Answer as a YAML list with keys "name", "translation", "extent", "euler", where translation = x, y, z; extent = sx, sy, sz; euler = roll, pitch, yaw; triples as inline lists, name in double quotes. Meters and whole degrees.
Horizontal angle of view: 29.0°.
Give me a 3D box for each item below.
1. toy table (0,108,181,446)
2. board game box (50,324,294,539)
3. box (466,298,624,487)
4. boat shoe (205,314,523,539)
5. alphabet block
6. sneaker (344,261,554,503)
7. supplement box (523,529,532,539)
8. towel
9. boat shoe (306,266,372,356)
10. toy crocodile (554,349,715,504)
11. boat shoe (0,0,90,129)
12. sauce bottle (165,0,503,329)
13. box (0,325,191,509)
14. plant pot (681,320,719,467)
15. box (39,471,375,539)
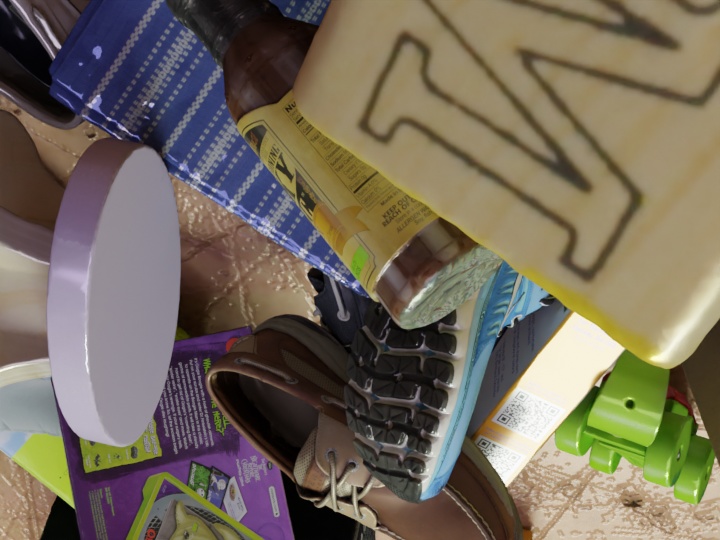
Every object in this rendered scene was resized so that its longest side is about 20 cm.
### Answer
- name: "toy table"
  translation: [-0.162, 0.004, 0.688]
  extent: [0.116, 0.185, 0.201]
  euler: [11, 140, 7]
- name: "board game box"
  translation: [-0.100, 0.141, 0.793]
  extent: [0.119, 0.032, 0.202]
  euler: [-10, 84, -12]
- name: "box"
  translation: [0.105, 0.022, 0.744]
  extent: [0.041, 0.119, 0.200]
  euler: [27, 127, -11]
- name: "boat shoe"
  translation: [-0.005, 0.101, 0.736]
  extent: [0.199, 0.072, 0.076]
  euler: [34, 125, 29]
- name: "alphabet block"
  translation: [0.122, -0.119, 0.561]
  extent: [0.196, 0.195, 0.201]
  euler: [37, 126, 11]
- name: "sneaker"
  translation: [0.060, 0.019, 0.677]
  extent: [0.090, 0.078, 0.201]
  euler: [17, 92, -37]
- name: "supplement box"
  translation: [0.077, 0.265, 0.965]
  extent: [0.066, 0.069, 0.201]
  euler: [7, 129, 3]
- name: "towel"
  translation: [-0.039, -0.097, 0.697]
  extent: [0.199, 0.024, 0.145]
  euler: [34, 96, -8]
- name: "boat shoe"
  translation: [0.000, 0.000, 0.779]
  extent: [0.060, 0.076, 0.201]
  euler: [2, 115, 7]
- name: "toy crocodile"
  translation: [0.159, 0.086, 0.774]
  extent: [0.067, 0.062, 0.200]
  euler: [17, 172, 26]
- name: "boat shoe"
  translation: [-0.205, -0.151, 0.701]
  extent: [0.200, 0.066, 0.074]
  euler: [37, 124, -18]
- name: "sauce bottle"
  translation: [-0.017, -0.065, 0.627]
  extent: [0.200, 0.064, 0.065]
  euler: [51, 128, 21]
- name: "box"
  translation: [-0.198, 0.033, 0.814]
  extent: [0.200, 0.048, 0.122]
  euler: [43, 85, -21]
- name: "plant pot"
  translation: [0.294, 0.112, 0.744]
  extent: [0.176, 0.200, 0.201]
  euler: [-23, 120, 12]
- name: "box"
  translation: [-0.091, 0.216, 0.925]
  extent: [0.195, 0.118, 0.201]
  euler: [4, 128, 7]
